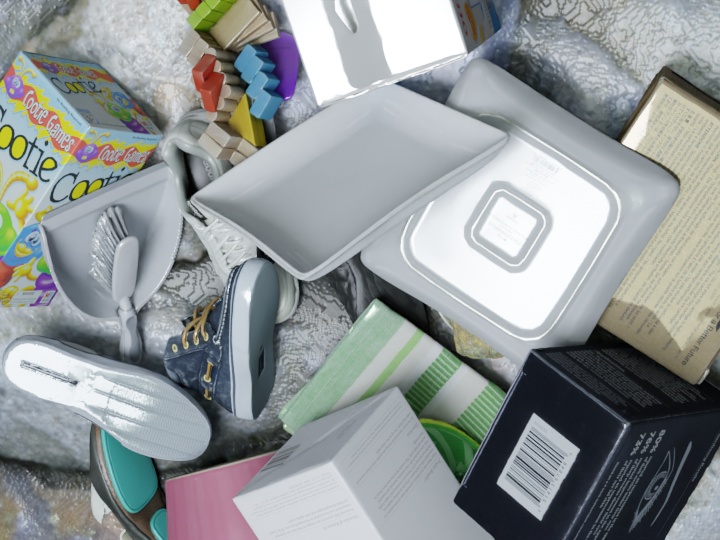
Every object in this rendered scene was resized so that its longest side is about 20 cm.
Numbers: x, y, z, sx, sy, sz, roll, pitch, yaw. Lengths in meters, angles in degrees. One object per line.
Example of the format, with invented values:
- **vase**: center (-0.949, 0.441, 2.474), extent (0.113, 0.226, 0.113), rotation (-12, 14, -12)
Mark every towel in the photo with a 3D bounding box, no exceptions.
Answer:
- **towel**: center (0.047, 0.134, 1.342), extent (0.200, 0.023, 0.153), rotation (36, 110, -12)

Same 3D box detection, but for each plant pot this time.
- **plant pot**: center (-0.090, 0.256, 1.352), extent (0.199, 0.200, 0.180), rotation (-16, 84, 17)

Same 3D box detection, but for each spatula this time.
- **spatula**: center (-0.078, -0.104, 1.305), extent (0.056, 0.021, 0.202), rotation (0, 91, 20)

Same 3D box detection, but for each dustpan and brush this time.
- **dustpan and brush**: center (-0.214, 0.014, 1.363), extent (0.057, 0.139, 0.201), rotation (44, 145, 28)

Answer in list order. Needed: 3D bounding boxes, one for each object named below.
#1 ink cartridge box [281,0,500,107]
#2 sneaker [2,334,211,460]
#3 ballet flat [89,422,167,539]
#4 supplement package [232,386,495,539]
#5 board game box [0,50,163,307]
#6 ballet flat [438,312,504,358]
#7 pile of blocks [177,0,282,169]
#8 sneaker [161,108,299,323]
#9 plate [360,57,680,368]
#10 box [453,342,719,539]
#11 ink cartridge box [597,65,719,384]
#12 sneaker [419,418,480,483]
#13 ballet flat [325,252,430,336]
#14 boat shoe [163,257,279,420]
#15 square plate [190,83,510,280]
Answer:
- **ink cartridge box**: center (0.020, -0.214, 1.183), extent (0.125, 0.200, 0.129), rotation (-17, 101, 17)
- **sneaker**: center (-0.225, 0.107, 1.381), extent (0.199, 0.071, 0.073), rotation (28, 96, -6)
- **ballet flat**: center (-0.211, 0.228, 1.431), extent (0.068, 0.068, 0.201), rotation (-25, 98, 30)
- **supplement package**: center (0.015, 0.221, 1.242), extent (0.119, 0.121, 0.201), rotation (-26, 100, 38)
- **board game box**: center (-0.283, -0.075, 1.330), extent (0.103, 0.105, 0.200), rotation (45, 111, 22)
- **ballet flat**: center (0.080, -0.017, 1.298), extent (0.070, 0.071, 0.201), rotation (-14, 101, 16)
- **pile of blocks**: center (-0.112, -0.179, 1.272), extent (0.082, 0.062, 0.201), rotation (-18, 84, 23)
- **sneaker**: center (-0.118, -0.039, 1.328), extent (0.075, 0.081, 0.201), rotation (-23, 100, 16)
- **plate**: center (0.121, -0.036, 1.221), extent (0.199, 0.032, 0.201), rotation (34, 107, 11)
- **box**: center (0.194, 0.146, 1.231), extent (0.104, 0.199, 0.149), rotation (37, 111, 32)
- **ink cartridge box**: center (0.260, -0.037, 1.241), extent (0.164, 0.075, 0.201), rotation (32, 109, 2)
- **sneaker**: center (0.093, 0.195, 1.308), extent (0.199, 0.084, 0.074), rotation (30, 111, -10)
- **ballet flat**: center (0.000, 0.000, 1.335), extent (0.066, 0.057, 0.201), rotation (-34, 101, -8)
- **boat shoe**: center (-0.125, 0.054, 1.322), extent (0.090, 0.071, 0.201), rotation (19, 141, 10)
- **square plate**: center (-0.010, -0.072, 1.201), extent (0.199, 0.198, 0.029), rotation (-34, 123, -17)
